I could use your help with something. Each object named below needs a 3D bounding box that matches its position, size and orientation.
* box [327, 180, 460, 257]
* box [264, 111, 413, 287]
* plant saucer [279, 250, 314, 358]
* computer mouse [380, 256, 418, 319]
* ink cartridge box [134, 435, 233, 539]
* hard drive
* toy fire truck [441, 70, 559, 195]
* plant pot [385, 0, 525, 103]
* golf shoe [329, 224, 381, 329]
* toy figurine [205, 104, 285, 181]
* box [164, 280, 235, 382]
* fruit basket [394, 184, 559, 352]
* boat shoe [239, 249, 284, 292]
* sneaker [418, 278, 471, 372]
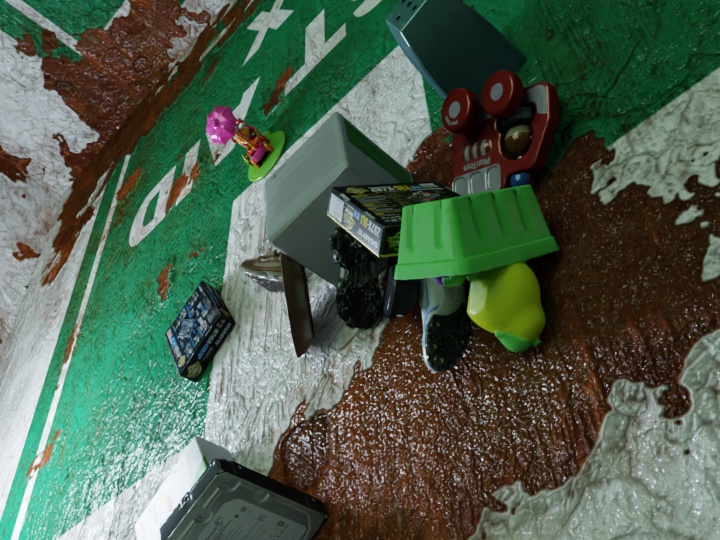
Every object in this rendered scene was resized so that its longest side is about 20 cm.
[{"bbox_3d":[0.074,-0.080,1.064,0.159,0.196,0.050,38,128,50],"label":"box"},{"bbox_3d":[-0.030,-0.110,1.238,0.199,0.198,0.173,-39,36,25],"label":"box"},{"bbox_3d":[-0.108,0.048,1.263,0.036,0.203,0.202,-8,41,-2],"label":"plant saucer"},{"bbox_3d":[0.063,0.002,1.077,0.200,0.045,0.144,107,171,-85],"label":"computer mouse"},{"bbox_3d":[-0.292,0.414,1.246,0.202,0.083,0.145,-56,32,3],"label":"ink cartridge box"},{"bbox_3d":[-0.159,0.351,1.009,0.140,0.199,0.038,-51,32,6],"label":"hard drive"},{"bbox_3d":[0.211,-0.191,1.088,0.198,0.110,0.172,-10,78,50],"label":"toy fire truck"},{"bbox_3d":[0.149,-0.388,1.238,0.142,0.199,0.142,-47,33,13],"label":"plant pot"},{"bbox_3d":[0.000,0.000,1.155,0.076,0.203,0.095,4,35,10],"label":"golf shoe"},{"bbox_3d":[-0.308,-0.350,1.848,0.151,0.183,0.201,-48,32,13],"label":"toy figurine"},{"bbox_3d":[-0.363,0.131,1.628,0.160,0.046,0.200,-55,32,4],"label":"box"},{"bbox_3d":[0.159,0.002,0.933,0.154,0.214,0.219,-4,59,52],"label":"fruit basket"},{"bbox_3d":[-0.172,-0.002,1.468,0.198,0.076,0.073,12,68,47],"label":"boat shoe"},{"bbox_3d":[0.114,0.056,1.030,0.073,0.070,0.203,126,156,-52],"label":"sneaker"}]
